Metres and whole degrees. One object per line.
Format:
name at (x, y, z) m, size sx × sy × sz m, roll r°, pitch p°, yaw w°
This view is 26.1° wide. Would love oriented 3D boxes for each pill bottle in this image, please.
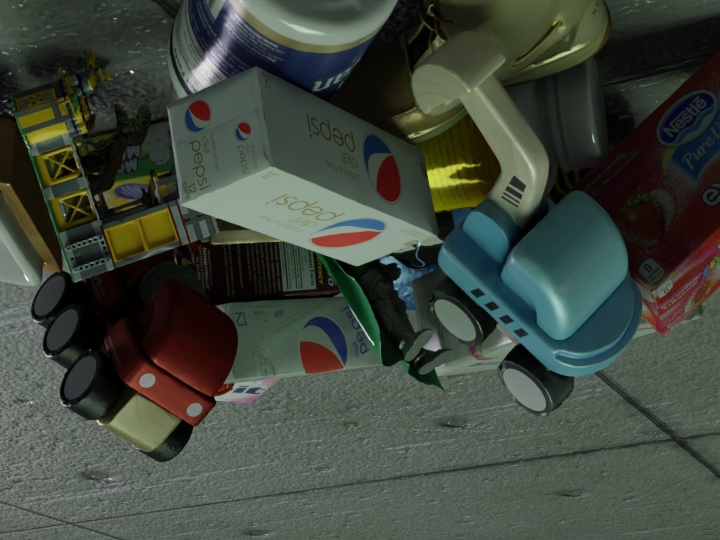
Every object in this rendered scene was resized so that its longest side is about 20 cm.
pill bottle at (-0.056, -0.146, 0.949) m, size 0.110 × 0.112 × 0.200 m, roll 6°, pitch 158°, yaw -18°
pill bottle at (0.067, -0.098, 1.080) m, size 0.198 × 0.110 × 0.109 m, roll -7°, pitch 158°, yaw 16°

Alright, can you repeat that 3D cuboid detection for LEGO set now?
LEGO set at (-0.153, -0.075, 1.037) m, size 0.115 × 0.155 × 0.200 m, roll -18°, pitch 180°, yaw -6°

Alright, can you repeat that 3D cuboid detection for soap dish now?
soap dish at (-0.322, -0.064, 1.134) m, size 0.198 × 0.082 × 0.158 m, roll 12°, pitch 160°, yaw 8°

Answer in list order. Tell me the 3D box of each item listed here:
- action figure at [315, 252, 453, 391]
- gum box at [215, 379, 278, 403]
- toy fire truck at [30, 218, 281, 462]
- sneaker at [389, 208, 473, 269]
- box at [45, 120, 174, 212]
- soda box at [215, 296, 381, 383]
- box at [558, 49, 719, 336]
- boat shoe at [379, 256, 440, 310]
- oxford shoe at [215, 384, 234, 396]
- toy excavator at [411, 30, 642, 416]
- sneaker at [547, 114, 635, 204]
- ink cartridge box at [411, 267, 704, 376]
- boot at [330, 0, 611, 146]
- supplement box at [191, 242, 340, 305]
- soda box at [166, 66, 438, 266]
action figure at (0.000, 0.000, 1.234) m, size 0.055 × 0.200 × 0.118 m, roll -39°, pitch 146°, yaw 3°
gum box at (-0.175, 0.082, 1.581) m, size 0.198 × 0.067 × 0.113 m, roll 8°, pitch 158°, yaw -22°
toy fire truck at (-0.126, 0.022, 1.164) m, size 0.200 × 0.176 × 0.128 m, roll -47°, pitch 126°, yaw 9°
sneaker at (0.057, -0.040, 1.214) m, size 0.077 × 0.071 × 0.200 m, roll -15°, pitch 179°, yaw 7°
box at (-0.136, -0.073, 1.220) m, size 0.198 × 0.049 × 0.117 m, roll -12°, pitch 157°, yaw 21°
soda box at (-0.057, 0.059, 1.324) m, size 0.068 × 0.064 × 0.199 m, roll -12°, pitch 173°, yaw 43°
box at (0.241, -0.065, 1.058) m, size 0.200 × 0.096 × 0.100 m, roll -43°, pitch 154°, yaw -2°
boat shoe at (0.081, -0.008, 1.345) m, size 0.198 × 0.069 × 0.085 m, roll 5°, pitch 128°, yaw -24°
oxford shoe at (-0.138, 0.058, 1.410) m, size 0.072 × 0.072 × 0.200 m, roll 15°, pitch -162°, yaw 4°
toy excavator at (0.103, -0.033, 0.961) m, size 0.100 × 0.194 × 0.200 m, roll -41°, pitch 167°, yaw -25°
sneaker at (0.169, -0.060, 1.228) m, size 0.084 × 0.075 × 0.200 m, roll 0°, pitch 159°, yaw -2°
ink cartridge box at (0.148, 0.021, 1.212) m, size 0.143 × 0.086 × 0.200 m, roll -5°, pitch 171°, yaw -25°
boot at (0.047, -0.155, 0.959) m, size 0.198 × 0.073 × 0.155 m, roll -21°, pitch 154°, yaw 12°
supplement box at (-0.116, 0.002, 1.326) m, size 0.198 × 0.062 × 0.109 m, roll -4°, pitch 174°, yaw -15°
soda box at (-0.030, -0.058, 0.945) m, size 0.068 × 0.064 × 0.199 m, roll -19°, pitch 161°, yaw 26°
